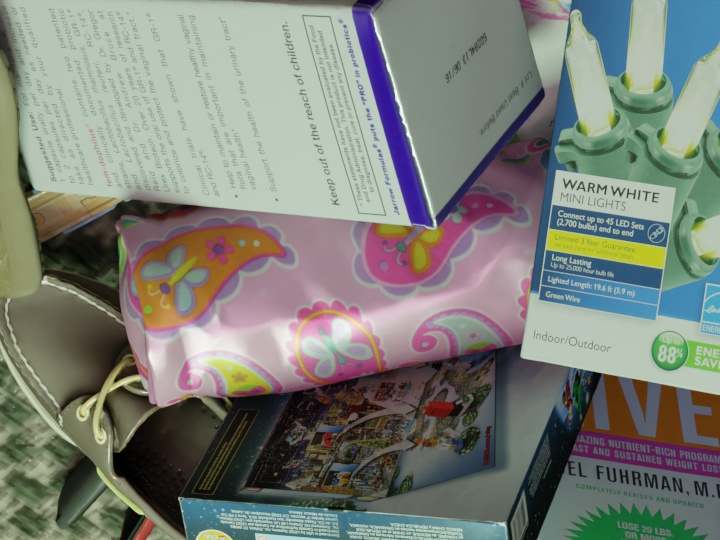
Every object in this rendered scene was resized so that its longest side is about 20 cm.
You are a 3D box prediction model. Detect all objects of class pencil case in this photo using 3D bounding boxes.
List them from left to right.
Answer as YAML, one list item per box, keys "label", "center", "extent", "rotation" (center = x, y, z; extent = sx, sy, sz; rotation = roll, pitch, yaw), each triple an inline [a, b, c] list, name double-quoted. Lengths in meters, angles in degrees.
- label: "pencil case"
  center: [0.000, 0.000, 1.142]
  extent: [0.199, 0.087, 0.088]
  rotation: [-12, 122, -5]

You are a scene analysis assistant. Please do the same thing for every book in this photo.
- label: "book"
  center: [0.113, 0.076, 1.212]
  extent: [0.133, 0.200, 0.048]
  rotation: [10, 123, -7]

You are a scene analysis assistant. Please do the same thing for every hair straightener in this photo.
- label: "hair straightener"
  center: [-0.094, 0.049, 1.287]
  extent: [0.077, 0.041, 0.200]
  rotation: [27, 122, -16]

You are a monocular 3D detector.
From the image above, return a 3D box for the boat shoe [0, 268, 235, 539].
- label: "boat shoe"
  center: [-0.087, 0.069, 1.206]
  extent: [0.072, 0.060, 0.200]
  rotation: [-45, 79, -1]

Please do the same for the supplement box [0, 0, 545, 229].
- label: "supplement box"
  center: [-0.043, -0.091, 1.118]
  extent: [0.200, 0.101, 0.104]
  rotation: [4, 127, 32]

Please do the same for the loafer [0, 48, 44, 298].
- label: "loafer"
  center: [-0.179, -0.054, 1.136]
  extent: [0.067, 0.076, 0.200]
  rotation: [-27, 135, -18]

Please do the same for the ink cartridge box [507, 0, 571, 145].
- label: "ink cartridge box"
  center: [0.090, -0.141, 1.153]
  extent: [0.117, 0.067, 0.200]
  rotation: [11, 122, -6]

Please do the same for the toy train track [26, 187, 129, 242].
- label: "toy train track"
  center: [-0.140, -0.022, 1.248]
  extent: [0.200, 0.033, 0.115]
  rotation: [-27, 119, 15]

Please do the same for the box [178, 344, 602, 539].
- label: "box"
  center: [0.022, 0.056, 1.160]
  extent: [0.136, 0.200, 0.038]
  rotation: [2, 122, 19]

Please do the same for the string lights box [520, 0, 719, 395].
- label: "string lights box"
  center: [0.131, -0.057, 1.060]
  extent: [0.103, 0.059, 0.201]
  rotation: [9, 94, 28]
